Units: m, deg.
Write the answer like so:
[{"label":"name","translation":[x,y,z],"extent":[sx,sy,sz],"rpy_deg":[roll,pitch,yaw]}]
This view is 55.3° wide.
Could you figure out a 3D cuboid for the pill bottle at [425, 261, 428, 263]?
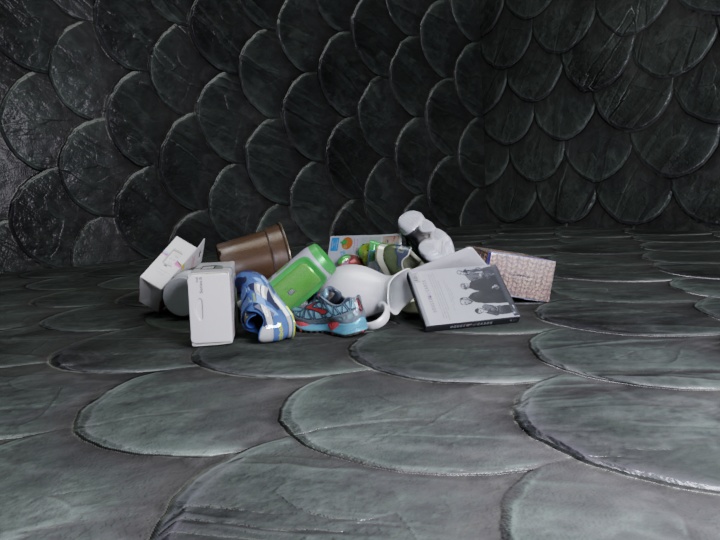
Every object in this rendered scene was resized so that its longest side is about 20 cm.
[{"label":"pill bottle","translation":[0.177,0.019,1.695],"extent":[0.109,0.109,0.200],"rpy_deg":[-9,9,-37]}]

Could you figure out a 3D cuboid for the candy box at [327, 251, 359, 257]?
[{"label":"candy box","translation":[-0.035,0.012,1.824],"extent":[0.056,0.117,0.200],"rpy_deg":[-5,8,-20]}]

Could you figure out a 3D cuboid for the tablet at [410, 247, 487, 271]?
[{"label":"tablet","translation":[0.184,0.017,1.523],"extent":[0.200,0.014,0.130],"rpy_deg":[-22,-42,26]}]

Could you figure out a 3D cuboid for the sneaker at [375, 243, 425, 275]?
[{"label":"sneaker","translation":[0.115,0.013,1.570],"extent":[0.090,0.200,0.067],"rpy_deg":[-3,48,34]}]

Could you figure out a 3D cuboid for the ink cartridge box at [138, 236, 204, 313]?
[{"label":"ink cartridge box","translation":[-0.485,-0.003,1.773],"extent":[0.067,0.117,0.200],"rpy_deg":[30,51,3]}]

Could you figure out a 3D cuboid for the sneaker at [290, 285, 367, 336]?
[{"label":"sneaker","translation":[-0.065,0.077,1.411],"extent":[0.200,0.096,0.079],"rpy_deg":[2,9,38]}]

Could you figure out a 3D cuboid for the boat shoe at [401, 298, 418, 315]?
[{"label":"boat shoe","translation":[0.186,0.069,1.509],"extent":[0.201,0.063,0.074],"rpy_deg":[-13,48,-2]}]

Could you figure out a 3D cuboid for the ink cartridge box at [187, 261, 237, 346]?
[{"label":"ink cartridge box","translation":[-0.303,0.064,1.430],"extent":[0.084,0.146,0.200],"rpy_deg":[-3,8,-7]}]

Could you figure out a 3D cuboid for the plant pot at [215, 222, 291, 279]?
[{"label":"plant pot","translation":[-0.313,-0.024,2.014],"extent":[0.198,0.201,0.200],"rpy_deg":[-13,9,-13]}]

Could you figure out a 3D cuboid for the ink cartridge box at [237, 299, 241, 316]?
[{"label":"ink cartridge box","translation":[-0.242,0.071,1.650],"extent":[0.095,0.037,0.200],"rpy_deg":[-29,0,20]}]

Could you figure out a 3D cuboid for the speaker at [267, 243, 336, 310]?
[{"label":"speaker","translation":[-0.150,0.033,1.482],"extent":[0.200,0.088,0.088],"rpy_deg":[-40,5,6]}]

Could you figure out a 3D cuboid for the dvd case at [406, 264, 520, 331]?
[{"label":"dvd case","translation":[0.209,0.053,1.413],"extent":[0.200,0.025,0.150],"rpy_deg":[-5,47,-12]}]

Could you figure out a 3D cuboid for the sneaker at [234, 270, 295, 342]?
[{"label":"sneaker","translation":[-0.210,0.070,1.384],"extent":[0.082,0.074,0.200],"rpy_deg":[-20,46,-30]}]

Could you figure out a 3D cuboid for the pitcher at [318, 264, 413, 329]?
[{"label":"pitcher","translation":[-0.002,0.062,1.480],"extent":[0.200,0.121,0.172],"rpy_deg":[1,35,34]}]

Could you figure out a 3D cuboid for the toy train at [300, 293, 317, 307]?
[{"label":"toy train","translation":[-0.138,0.039,1.671],"extent":[0.087,0.114,0.200],"rpy_deg":[-3,8,0]}]

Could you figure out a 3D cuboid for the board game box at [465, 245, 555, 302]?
[{"label":"board game box","translation":[0.349,0.005,1.658],"extent":[0.159,0.097,0.200],"rpy_deg":[8,5,-10]}]

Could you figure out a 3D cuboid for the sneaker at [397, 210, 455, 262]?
[{"label":"sneaker","translation":[0.163,-0.049,1.598],"extent":[0.075,0.114,0.200],"rpy_deg":[-32,48,-7]}]

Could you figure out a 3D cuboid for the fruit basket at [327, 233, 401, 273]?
[{"label":"fruit basket","translation":[0.000,0.000,1.657],"extent":[0.200,0.186,0.094],"rpy_deg":[2,-13,22]}]

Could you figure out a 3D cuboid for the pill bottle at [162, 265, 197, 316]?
[{"label":"pill bottle","translation":[-0.412,0.049,1.725],"extent":[0.114,0.114,0.200],"rpy_deg":[-3,8,7]}]
